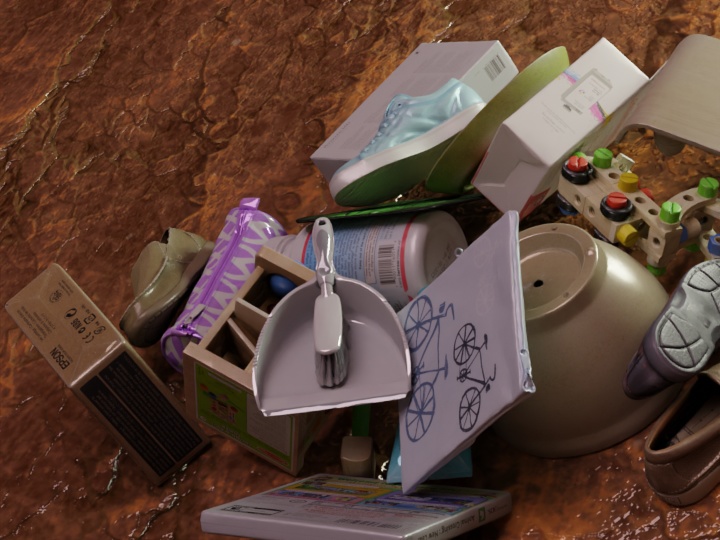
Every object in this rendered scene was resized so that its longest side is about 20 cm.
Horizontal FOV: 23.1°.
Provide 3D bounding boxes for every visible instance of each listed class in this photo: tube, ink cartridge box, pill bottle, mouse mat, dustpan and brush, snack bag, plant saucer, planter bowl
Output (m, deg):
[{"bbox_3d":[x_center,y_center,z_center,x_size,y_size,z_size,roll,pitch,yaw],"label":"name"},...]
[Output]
[{"bbox_3d":[0.069,0.103,1.592,0.077,0.050,0.200,-11,48,21],"label":"tube"},{"bbox_3d":[-0.255,0.102,1.767,0.075,0.165,0.200,-41,36,-8],"label":"ink cartridge box"},{"bbox_3d":[0.000,0.000,1.749,0.200,0.109,0.109,-4,44,32],"label":"pill bottle"},{"bbox_3d":[0.049,-0.066,1.772,0.161,0.008,0.200,-4,6,32],"label":"mouse mat"},{"bbox_3d":[-0.029,0.033,1.576,0.139,0.057,0.200,-8,40,4],"label":"dustpan and brush"},{"bbox_3d":[0.208,-0.147,1.732,0.067,0.117,0.200,44,61,11],"label":"ink cartridge box"},{"bbox_3d":[0.087,0.066,1.483,0.200,0.021,0.189,-46,35,45],"label":"snack bag"},{"bbox_3d":[0.147,-0.144,1.786,0.200,0.200,0.031,-42,81,-13],"label":"plant saucer"},{"bbox_3d":[0.175,0.046,1.546,0.200,0.135,0.200,-20,38,17],"label":"planter bowl"}]

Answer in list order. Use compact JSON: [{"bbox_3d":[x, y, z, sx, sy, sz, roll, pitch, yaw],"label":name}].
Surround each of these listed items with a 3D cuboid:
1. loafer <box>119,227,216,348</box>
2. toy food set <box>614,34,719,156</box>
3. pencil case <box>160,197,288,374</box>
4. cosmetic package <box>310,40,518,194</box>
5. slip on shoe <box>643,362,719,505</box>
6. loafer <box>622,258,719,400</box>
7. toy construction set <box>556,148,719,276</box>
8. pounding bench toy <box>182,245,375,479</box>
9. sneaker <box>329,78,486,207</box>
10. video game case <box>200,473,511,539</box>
[{"bbox_3d":[-0.217,0.016,1.879,0.076,0.067,0.200,-60,-1,27],"label":"loafer"},{"bbox_3d":[0.356,-0.135,1.644,0.200,0.060,0.144,23,52,20],"label":"toy food set"},{"bbox_3d":[-0.142,0.023,1.846,0.084,0.086,0.200,-2,44,29],"label":"pencil case"},{"bbox_3d":[0.058,-0.171,1.934,0.200,0.052,0.151,-47,29,-19],"label":"cosmetic package"},{"bbox_3d":[0.303,0.103,1.446,0.200,0.061,0.076,-43,37,-14],"label":"slip on shoe"},{"bbox_3d":[0.278,0.049,1.492,0.200,0.072,0.063,-34,-11,-50],"label":"loafer"},{"bbox_3d":[0.260,-0.065,1.633,0.131,0.092,0.200,-16,28,-25],"label":"toy construction set"},{"bbox_3d":[-0.040,0.095,1.650,0.200,0.124,0.156,28,60,14],"label":"pounding bench toy"},{"bbox_3d":[0.040,-0.134,1.808,0.200,0.074,0.082,-28,63,-24],"label":"sneaker"},{"bbox_3d":[-0.001,0.204,1.480,0.200,0.022,0.182,1,5,32],"label":"video game case"}]
